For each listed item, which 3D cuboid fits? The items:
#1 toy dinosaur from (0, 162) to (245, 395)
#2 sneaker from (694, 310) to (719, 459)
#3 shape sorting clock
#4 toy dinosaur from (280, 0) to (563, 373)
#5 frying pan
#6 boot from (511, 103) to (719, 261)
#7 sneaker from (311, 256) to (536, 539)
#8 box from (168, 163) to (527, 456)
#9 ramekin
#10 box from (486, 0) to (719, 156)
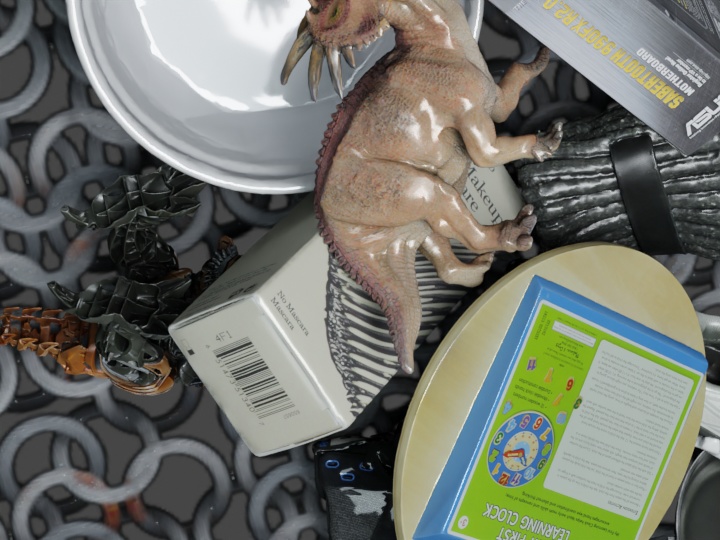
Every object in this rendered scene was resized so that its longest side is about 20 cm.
[{"bbox_3d":[-0.105,0.028,1.069,0.200,0.102,0.136,-19,148,-8],"label":"toy dinosaur"},{"bbox_3d":[0.222,0.072,1.118,0.200,0.075,0.081,20,144,-13],"label":"sneaker"},{"bbox_3d":[0.094,0.082,1.020,0.200,0.039,0.200,-14,113,-37],"label":"shape sorting clock"},{"bbox_3d":[0.014,-0.061,0.953,0.135,0.086,0.200,16,93,-10],"label":"toy dinosaur"},{"bbox_3d":[0.189,0.162,1.130,0.190,0.031,0.115,-30,92,-30],"label":"frying pan"},{"bbox_3d":[0.184,-0.020,1.098,0.158,0.079,0.211,-26,124,12],"label":"boot"},{"bbox_3d":[0.034,0.082,1.112,0.112,0.073,0.200,13,95,-1],"label":"sneaker"},{"bbox_3d":[0.000,0.000,1.026,0.068,0.200,0.082,-22,108,43],"label":"box"},{"bbox_3d":[-0.045,-0.144,1.032,0.200,0.105,0.200,-2,103,-7],"label":"ramekin"},{"bbox_3d":[0.098,-0.165,0.976,0.158,0.200,0.048,32,120,-32],"label":"box"}]
